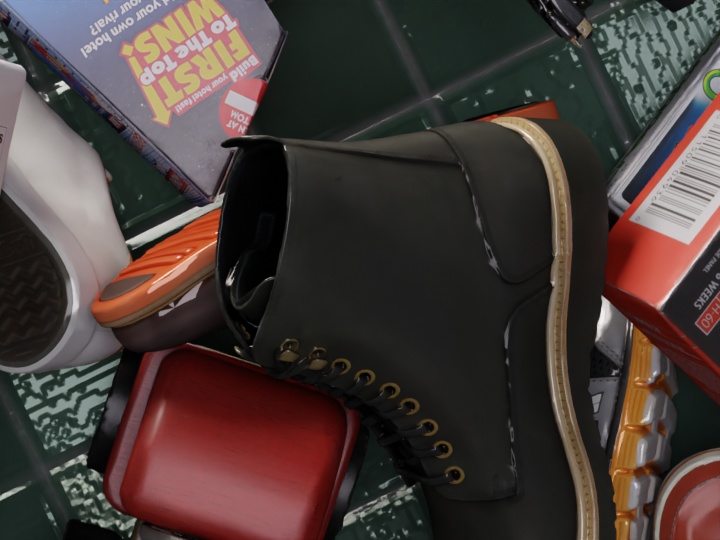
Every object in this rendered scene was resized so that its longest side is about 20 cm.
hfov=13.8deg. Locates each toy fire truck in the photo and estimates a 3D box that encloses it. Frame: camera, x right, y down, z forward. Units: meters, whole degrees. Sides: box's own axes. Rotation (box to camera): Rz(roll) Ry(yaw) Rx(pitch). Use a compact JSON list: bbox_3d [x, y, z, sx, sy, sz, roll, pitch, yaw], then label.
[{"bbox_3d":[-0.074,0.112,0.987,0.128,0.200,0.177,19,89,-5],"label":"toy fire truck"}]

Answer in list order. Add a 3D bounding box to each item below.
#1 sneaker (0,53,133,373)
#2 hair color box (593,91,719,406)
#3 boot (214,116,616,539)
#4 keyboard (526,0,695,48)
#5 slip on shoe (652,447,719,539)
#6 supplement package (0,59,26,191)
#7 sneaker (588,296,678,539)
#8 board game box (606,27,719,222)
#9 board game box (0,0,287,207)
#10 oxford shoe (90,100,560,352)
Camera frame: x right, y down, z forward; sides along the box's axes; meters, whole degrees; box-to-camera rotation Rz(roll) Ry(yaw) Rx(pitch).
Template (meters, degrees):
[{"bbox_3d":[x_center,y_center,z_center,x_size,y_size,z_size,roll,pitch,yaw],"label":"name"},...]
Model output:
[{"bbox_3d":[-0.144,-0.045,1.058,0.073,0.085,0.201,-40,73,21],"label":"sneaker"},{"bbox_3d":[0.180,0.028,1.034,0.200,0.061,0.102,41,85,-27],"label":"hair color box"},{"bbox_3d":[0.009,0.050,0.971,0.138,0.077,0.202,0,87,-38],"label":"boot"},{"bbox_3d":[0.042,-0.150,1.031,0.199,0.021,0.128,33,48,-23],"label":"keyboard"},{"bbox_3d":[0.159,0.154,1.029,0.074,0.061,0.201,-20,79,-3],"label":"slip on shoe"},{"bbox_3d":[-0.241,0.005,0.968,0.190,0.147,0.201,12,89,24],"label":"supplement package"},{"bbox_3d":[0.067,0.086,1.064,0.077,0.078,0.201,11,82,16],"label":"sneaker"},{"bbox_3d":[0.194,-0.066,1.091,0.126,0.035,0.200,38,87,-4],"label":"board game box"},{"bbox_3d":[-0.067,-0.135,1.057,0.199,0.062,0.201,-33,95,-7],"label":"board game box"},{"bbox_3d":[0.000,0.000,1.028,0.199,0.071,0.073,-21,96,-31],"label":"oxford shoe"}]
